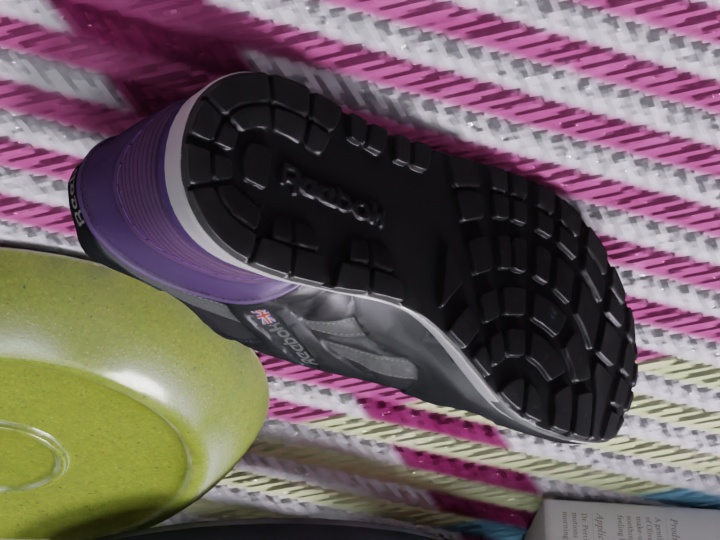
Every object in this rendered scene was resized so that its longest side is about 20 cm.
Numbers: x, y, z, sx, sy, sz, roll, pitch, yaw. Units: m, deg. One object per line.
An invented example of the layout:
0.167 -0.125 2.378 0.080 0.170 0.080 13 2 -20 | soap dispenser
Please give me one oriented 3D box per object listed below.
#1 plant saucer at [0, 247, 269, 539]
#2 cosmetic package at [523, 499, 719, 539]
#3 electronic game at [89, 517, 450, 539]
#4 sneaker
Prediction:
-0.133 0.056 0.853 0.200 0.031 0.200 0 149 0 | plant saucer
0.164 0.160 0.948 0.200 0.108 0.085 6 148 -7 | cosmetic package
-0.046 0.135 0.959 0.200 0.042 0.200 -3 158 -1 | electronic game
0.000 0.000 0.743 0.200 0.076 0.088 30 152 -33 | sneaker
